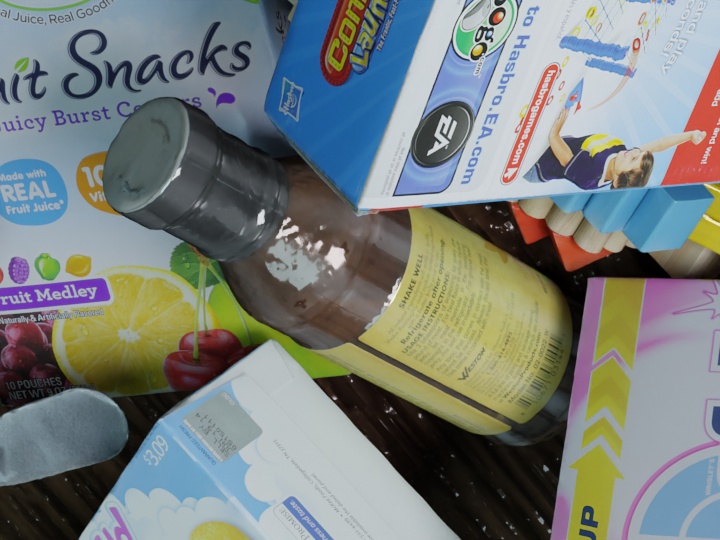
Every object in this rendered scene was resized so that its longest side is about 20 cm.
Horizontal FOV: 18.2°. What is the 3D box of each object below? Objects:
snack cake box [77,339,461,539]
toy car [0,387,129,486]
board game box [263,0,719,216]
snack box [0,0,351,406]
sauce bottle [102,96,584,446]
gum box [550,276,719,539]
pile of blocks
[{"bbox_3d":[-0.053,0.132,0.836,0.115,0.067,0.200,46,136,10],"label":"snack cake box"},{"bbox_3d":[-0.184,0.064,0.832,0.200,0.158,0.164,-36,95,21],"label":"toy car"},{"bbox_3d":[0.090,-0.119,0.663,0.056,0.195,0.200,46,127,37],"label":"board game box"},{"bbox_3d":[-0.086,-0.052,0.806,0.142,0.053,0.201,-6,116,14],"label":"snack box"},{"bbox_3d":[0.000,0.000,0.759,0.065,0.065,0.200,-35,137,25],"label":"sauce bottle"},{"bbox_3d":[0.123,0.105,0.740,0.113,0.201,0.066,1,151,19],"label":"gum box"},{"bbox_3d":[0.057,-0.034,0.769,0.200,0.082,0.062,28,122,-3],"label":"pile of blocks"}]
